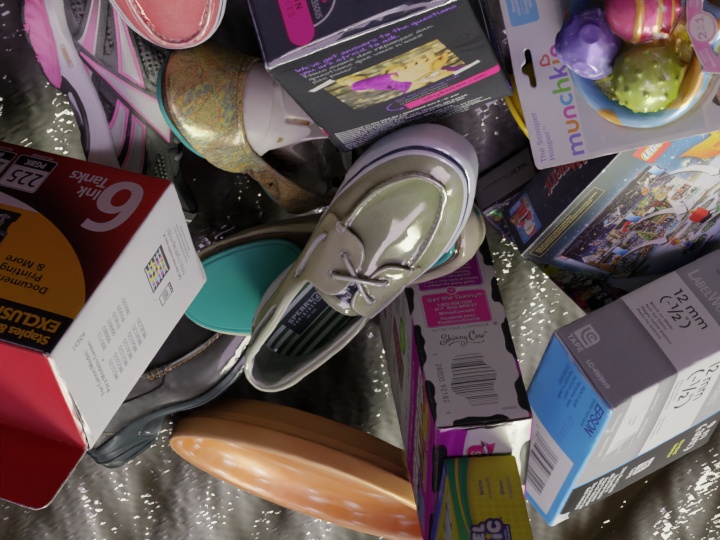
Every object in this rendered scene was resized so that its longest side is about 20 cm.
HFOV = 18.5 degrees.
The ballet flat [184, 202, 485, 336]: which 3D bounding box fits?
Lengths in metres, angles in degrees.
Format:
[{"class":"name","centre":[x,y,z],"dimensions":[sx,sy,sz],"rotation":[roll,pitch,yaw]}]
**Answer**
[{"class":"ballet flat","centre":[-0.015,-0.008,1.309],"dimensions":[0.199,0.070,0.070],"rotation":[-12,138,26]}]

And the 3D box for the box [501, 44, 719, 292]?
[{"class":"box","centre":[0.196,-0.070,1.294],"dimensions":[0.136,0.038,0.200],"rotation":[18,127,-38]}]

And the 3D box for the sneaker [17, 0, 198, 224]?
[{"class":"sneaker","centre":[-0.121,-0.101,1.239],"dimensions":[0.086,0.081,0.201],"rotation":[-19,137,3]}]

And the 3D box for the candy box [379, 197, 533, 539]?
[{"class":"candy box","centre":[0.055,0.061,1.346],"dimensions":[0.060,0.201,0.137],"rotation":[-6,137,-7]}]

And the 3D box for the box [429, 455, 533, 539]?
[{"class":"box","centre":[0.074,0.216,1.218],"dimensions":[0.048,0.201,0.118],"rotation":[-3,136,-10]}]

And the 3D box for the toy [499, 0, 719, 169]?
[{"class":"toy","centre":[0.160,-0.127,1.197],"dimensions":[0.199,0.116,0.047],"rotation":[-11,-178,32]}]

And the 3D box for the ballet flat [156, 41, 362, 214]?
[{"class":"ballet flat","centre":[-0.047,-0.081,1.242],"dimensions":[0.070,0.071,0.200],"rotation":[-24,158,12]}]

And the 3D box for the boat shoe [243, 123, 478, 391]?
[{"class":"boat shoe","centre":[0.000,0.000,1.224],"dimensions":[0.072,0.062,0.200],"rotation":[30,131,-10]}]

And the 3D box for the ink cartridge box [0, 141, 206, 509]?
[{"class":"ink cartridge box","centre":[-0.216,0.019,1.210],"dimensions":[0.199,0.176,0.084],"rotation":[13,142,26]}]

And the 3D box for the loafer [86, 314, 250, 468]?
[{"class":"loafer","centre":[-0.127,0.051,1.394],"dimensions":[0.072,0.073,0.200],"rotation":[32,120,-30]}]

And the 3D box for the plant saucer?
[{"class":"plant saucer","centre":[-0.027,0.129,1.449],"dimensions":[0.199,0.038,0.200],"rotation":[17,165,5]}]

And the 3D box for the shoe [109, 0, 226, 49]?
[{"class":"shoe","centre":[-0.105,-0.168,1.081],"dimensions":[0.071,0.091,0.201],"rotation":[-11,136,0]}]

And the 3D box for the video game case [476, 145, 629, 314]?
[{"class":"video game case","centre":[0.200,-0.039,1.392],"dimensions":[0.181,0.036,0.200],"rotation":[-33,131,20]}]

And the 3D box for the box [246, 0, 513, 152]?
[{"class":"box","centre":[0.003,-0.149,1.125],"dimensions":[0.105,0.123,0.200],"rotation":[-18,168,7]}]

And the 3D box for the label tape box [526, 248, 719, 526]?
[{"class":"label tape box","centre":[0.193,0.061,1.356],"dimensions":[0.199,0.066,0.144],"rotation":[-23,153,-25]}]

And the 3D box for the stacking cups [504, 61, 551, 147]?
[{"class":"stacking cups","centre":[0.178,-0.140,1.277],"dimensions":[0.199,0.061,0.061],"rotation":[-32,132,16]}]
